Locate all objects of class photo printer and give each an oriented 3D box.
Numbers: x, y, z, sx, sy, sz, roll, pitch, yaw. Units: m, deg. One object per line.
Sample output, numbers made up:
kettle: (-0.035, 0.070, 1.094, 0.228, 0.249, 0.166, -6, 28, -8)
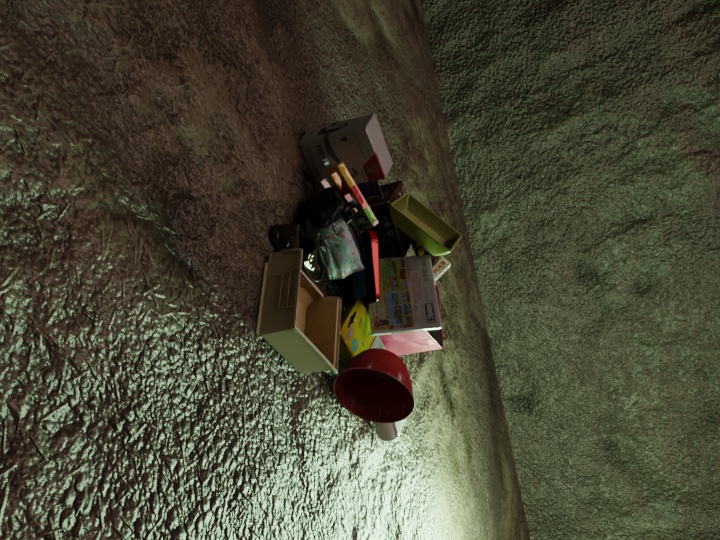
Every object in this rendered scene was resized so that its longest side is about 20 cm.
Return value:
photo printer: (0.067, 0.330, 1.826, 0.167, 0.068, 0.203, -65, 144, -63)

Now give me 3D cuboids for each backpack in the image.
backpack: (-0.060, -0.079, 1.617, 0.168, 0.125, 0.202, -106, 176, -61)

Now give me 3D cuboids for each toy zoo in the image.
toy zoo: (-0.040, -0.188, 1.673, 0.020, 0.131, 0.202, -35, 99, -25)

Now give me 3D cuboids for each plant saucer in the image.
plant saucer: (0.168, -0.116, 1.804, 0.199, 0.048, 0.200, 39, 23, 4)

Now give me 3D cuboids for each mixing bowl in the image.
mixing bowl: (0.041, 0.260, 1.612, 0.109, 0.197, 0.202, -70, 143, -46)

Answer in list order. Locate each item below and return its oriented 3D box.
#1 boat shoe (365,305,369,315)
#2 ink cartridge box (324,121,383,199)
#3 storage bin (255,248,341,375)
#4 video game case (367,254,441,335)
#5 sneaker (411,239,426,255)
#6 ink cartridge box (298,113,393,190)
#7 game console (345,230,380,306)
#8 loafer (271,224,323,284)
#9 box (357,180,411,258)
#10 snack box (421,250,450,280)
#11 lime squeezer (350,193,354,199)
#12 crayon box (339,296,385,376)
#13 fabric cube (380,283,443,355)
boat shoe: (0.025, 0.042, 1.785, 0.065, 0.071, 0.203, 103, -16, -63)
ink cartridge box: (-0.021, -0.297, 1.840, 0.200, 0.046, 0.200, 44, -23, 61)
storage bin: (-0.123, 0.088, 1.423, 0.201, 0.092, 0.201, 54, 32, -49)
video game case: (0.105, 0.061, 1.727, 0.023, 0.178, 0.203, 98, -13, -67)
sneaker: (0.179, -0.078, 1.915, 0.091, 0.069, 0.200, 61, 5, -10)
ink cartridge box: (-0.037, -0.296, 1.711, 0.148, 0.197, 0.083, 65, 32, -30)
game console: (0.000, 0.000, 1.721, 0.200, 0.031, 0.180, 157, -66, -68)
loafer: (-0.127, -0.033, 1.511, 0.200, 0.070, 0.074, 53, 32, -50)
box: (0.049, -0.134, 1.912, 0.200, 0.162, 0.168, -60, 134, -62)
snack box: (0.146, 0.027, 1.770, 0.072, 0.200, 0.024, 41, -19, 16)
lime squeezer: (-0.025, -0.186, 1.738, 0.071, 0.038, 0.200, 47, 3, -20)
crayon box: (-0.008, 0.180, 1.707, 0.128, 0.050, 0.202, -60, 137, -39)
fabric cube: (0.106, 0.115, 1.884, 0.200, 0.196, 0.199, 45, 37, -56)
